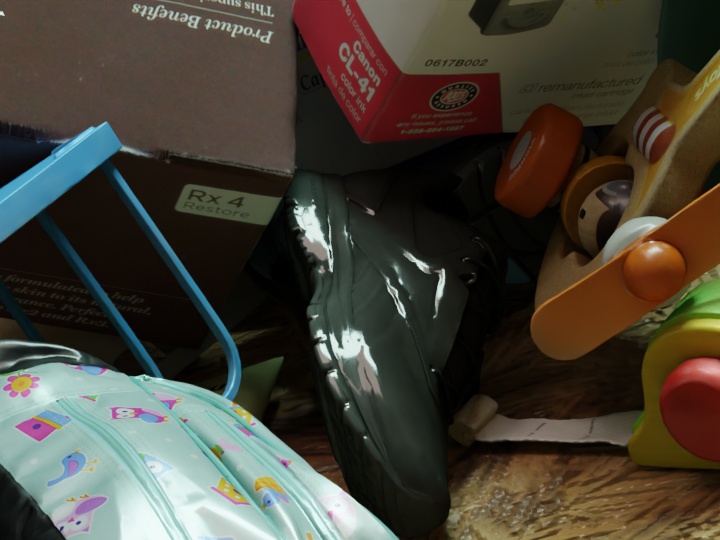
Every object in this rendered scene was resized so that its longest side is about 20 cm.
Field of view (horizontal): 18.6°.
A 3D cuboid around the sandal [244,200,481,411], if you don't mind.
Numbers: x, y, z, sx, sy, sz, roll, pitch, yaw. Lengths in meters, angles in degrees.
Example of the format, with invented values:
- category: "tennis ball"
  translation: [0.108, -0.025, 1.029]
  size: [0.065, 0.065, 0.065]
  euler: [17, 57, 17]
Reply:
- category: "sandal"
  translation: [0.001, 0.000, 1.014]
  size: [0.075, 0.048, 0.200]
  euler: [-10, 30, -22]

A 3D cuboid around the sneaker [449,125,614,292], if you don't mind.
- category: "sneaker"
  translation: [0.080, -0.034, 1.088]
  size: [0.082, 0.073, 0.200]
  euler: [-14, 9, 39]

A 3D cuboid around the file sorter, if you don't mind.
- category: "file sorter"
  translation: [-0.168, 0.054, 0.884]
  size: [0.200, 0.123, 0.139]
  euler: [-27, 13, 39]

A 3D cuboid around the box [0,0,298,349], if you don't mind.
- category: "box"
  translation: [-0.127, -0.097, 1.002]
  size: [0.166, 0.164, 0.200]
  euler: [10, 59, -15]

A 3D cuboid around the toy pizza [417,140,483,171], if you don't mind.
- category: "toy pizza"
  translation: [-0.016, -0.031, 1.196]
  size: [0.200, 0.032, 0.200]
  euler: [-17, 20, 6]

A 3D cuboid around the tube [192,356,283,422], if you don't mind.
- category: "tube"
  translation: [-0.076, 0.082, 0.929]
  size: [0.058, 0.052, 0.200]
  euler: [21, 18, -4]

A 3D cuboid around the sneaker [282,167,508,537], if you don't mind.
- category: "sneaker"
  translation: [0.021, 0.021, 0.905]
  size: [0.091, 0.076, 0.200]
  euler: [-11, 46, -1]

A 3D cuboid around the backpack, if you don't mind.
- category: "backpack"
  translation: [-0.068, 0.113, 0.694]
  size: [0.127, 0.167, 0.200]
  euler: [-21, 26, -25]

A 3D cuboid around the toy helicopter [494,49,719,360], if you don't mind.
- category: "toy helicopter"
  translation: [0.122, -0.044, 0.830]
  size: [0.200, 0.079, 0.132]
  euler: [-53, 14, 40]

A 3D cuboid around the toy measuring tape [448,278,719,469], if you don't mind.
- category: "toy measuring tape"
  translation: [0.113, 0.038, 0.852]
  size: [0.200, 0.074, 0.074]
  euler: [-1, 26, 38]

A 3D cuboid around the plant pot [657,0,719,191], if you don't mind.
- category: "plant pot"
  translation: [0.244, -0.077, 0.875]
  size: [0.161, 0.201, 0.201]
  euler: [-21, 19, -26]

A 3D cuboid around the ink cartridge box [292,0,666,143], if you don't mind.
- category: "ink cartridge box"
  translation: [0.081, -0.148, 0.901]
  size: [0.148, 0.086, 0.200]
  euler: [-6, -32, -32]

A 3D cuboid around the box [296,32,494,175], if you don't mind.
- category: "box"
  translation: [0.066, -0.140, 1.155]
  size: [0.184, 0.105, 0.200]
  euler: [-21, 12, 38]

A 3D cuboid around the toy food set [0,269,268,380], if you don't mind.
- category: "toy food set"
  translation: [-0.155, 0.035, 1.118]
  size: [0.144, 0.060, 0.200]
  euler: [-41, 26, -29]
